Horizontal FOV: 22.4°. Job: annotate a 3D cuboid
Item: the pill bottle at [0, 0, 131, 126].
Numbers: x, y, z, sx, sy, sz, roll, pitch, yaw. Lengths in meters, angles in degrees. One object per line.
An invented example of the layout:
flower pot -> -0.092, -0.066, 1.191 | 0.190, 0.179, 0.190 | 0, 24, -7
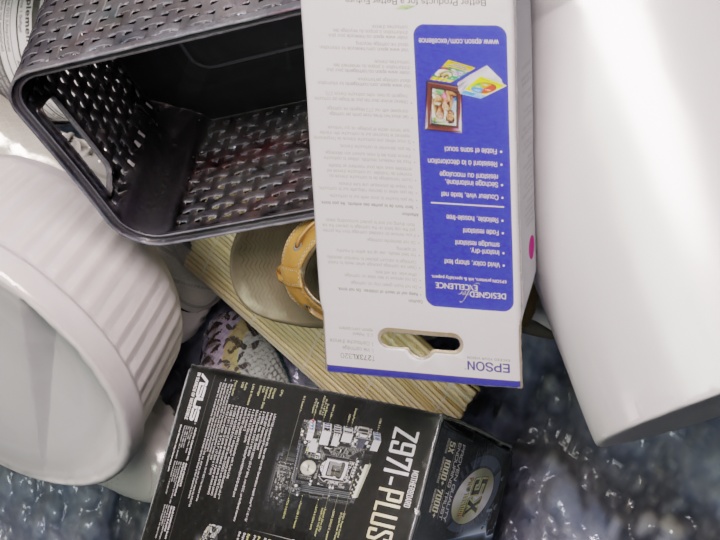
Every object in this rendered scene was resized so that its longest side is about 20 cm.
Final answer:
pill bottle -> -0.179, -0.147, 1.126 | 0.200, 0.116, 0.116 | 2, 91, 38

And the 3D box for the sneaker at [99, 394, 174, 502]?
sneaker -> -0.187, 0.096, 1.148 | 0.200, 0.080, 0.077 | 27, 119, 37

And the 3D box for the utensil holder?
utensil holder -> 0.148, -0.037, 0.836 | 0.170, 0.170, 0.200 | -25, 76, 36

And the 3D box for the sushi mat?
sushi mat -> -0.021, 0.029, 1.019 | 0.200, 0.012, 0.096 | 41, 143, 16

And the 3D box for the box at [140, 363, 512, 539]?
box -> -0.030, 0.164, 0.949 | 0.164, 0.086, 0.200 | 8, 77, 33

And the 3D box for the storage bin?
storage bin -> -0.055, -0.100, 0.908 | 0.200, 0.135, 0.094 | -10, 47, 25

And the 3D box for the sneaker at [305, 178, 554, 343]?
sneaker -> 0.049, 0.005, 0.991 | 0.200, 0.077, 0.082 | 24, 131, 37

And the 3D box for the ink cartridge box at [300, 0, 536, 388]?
ink cartridge box -> 0.027, -0.049, 0.792 | 0.095, 0.037, 0.200 | 4, 109, 19

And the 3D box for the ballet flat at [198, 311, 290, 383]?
ballet flat -> -0.065, 0.117, 1.067 | 0.072, 0.072, 0.201 | -28, 73, 35

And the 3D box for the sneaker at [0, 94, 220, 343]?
sneaker -> -0.156, -0.047, 1.100 | 0.200, 0.075, 0.081 | 42, 110, -12

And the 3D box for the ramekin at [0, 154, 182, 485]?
ramekin -> -0.193, 0.023, 1.046 | 0.202, 0.094, 0.203 | 22, 142, 18

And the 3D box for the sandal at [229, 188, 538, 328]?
sandal -> 0.000, 0.000, 0.932 | 0.200, 0.054, 0.080 | 8, 108, 41
